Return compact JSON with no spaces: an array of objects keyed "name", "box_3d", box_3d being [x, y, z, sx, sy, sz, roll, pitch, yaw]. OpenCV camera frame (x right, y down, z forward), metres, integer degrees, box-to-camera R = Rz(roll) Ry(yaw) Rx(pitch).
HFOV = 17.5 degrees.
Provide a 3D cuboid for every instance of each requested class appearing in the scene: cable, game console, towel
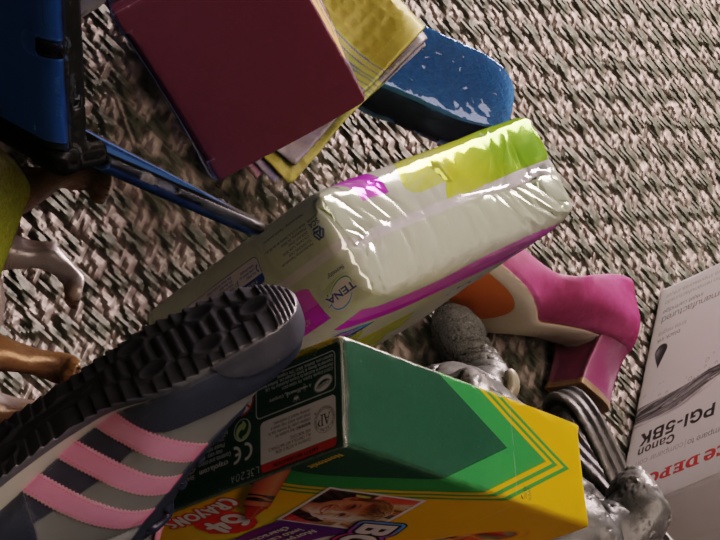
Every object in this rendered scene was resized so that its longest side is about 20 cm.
[{"name":"cable","box_3d":[0.158,0.161,1.385,0.050,0.097,0.201,-24,83,-21]},{"name":"game console","box_3d":[-0.141,-0.111,1.091,0.118,0.199,0.172,-15,117,-34]},{"name":"towel","box_3d":[-0.065,-0.159,1.294,0.200,0.023,0.144,48,63,-2]}]

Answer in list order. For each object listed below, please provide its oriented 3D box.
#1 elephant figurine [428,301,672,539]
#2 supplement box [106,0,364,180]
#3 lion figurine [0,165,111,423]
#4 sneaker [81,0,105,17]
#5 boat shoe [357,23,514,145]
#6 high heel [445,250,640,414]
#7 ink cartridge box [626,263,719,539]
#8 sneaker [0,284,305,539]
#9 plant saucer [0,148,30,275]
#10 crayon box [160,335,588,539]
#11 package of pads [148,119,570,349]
[{"name":"elephant figurine","box_3d":[0.062,0.110,1.290,0.141,0.155,0.200,-36,76,-12]},{"name":"supplement box","box_3d":[-0.076,-0.153,1.148,0.111,0.085,0.201,60,5,-37]},{"name":"lion figurine","box_3d":[-0.188,0.011,1.092,0.121,0.073,0.201,14,44,-12]},{"name":"sneaker","box_3d":[-0.206,-0.203,1.189,0.201,0.075,0.081,53,49,-12]},{"name":"boat shoe","box_3d":[-0.009,-0.119,1.359,0.199,0.069,0.085,32,59,-12]},{"name":"high heel","box_3d":[0.108,-0.001,1.421,0.200,0.067,0.097,40,54,-34]},{"name":"ink cartridge box","box_3d":[0.253,0.082,1.483,0.083,0.146,0.201,41,43,-24]},{"name":"sneaker","box_3d":[-0.098,0.083,1.032,0.082,0.199,0.070,55,9,-24]},{"name":"plant saucer","box_3d":[-0.248,-0.021,0.993,0.198,0.048,0.201,23,47,-12]},{"name":"crayon box","box_3d":[-0.022,0.106,1.112,0.172,0.199,0.059,23,54,-43]},{"name":"package of pads","box_3d":[0.000,0.000,1.227,0.199,0.154,0.069,-22,80,-51]}]
